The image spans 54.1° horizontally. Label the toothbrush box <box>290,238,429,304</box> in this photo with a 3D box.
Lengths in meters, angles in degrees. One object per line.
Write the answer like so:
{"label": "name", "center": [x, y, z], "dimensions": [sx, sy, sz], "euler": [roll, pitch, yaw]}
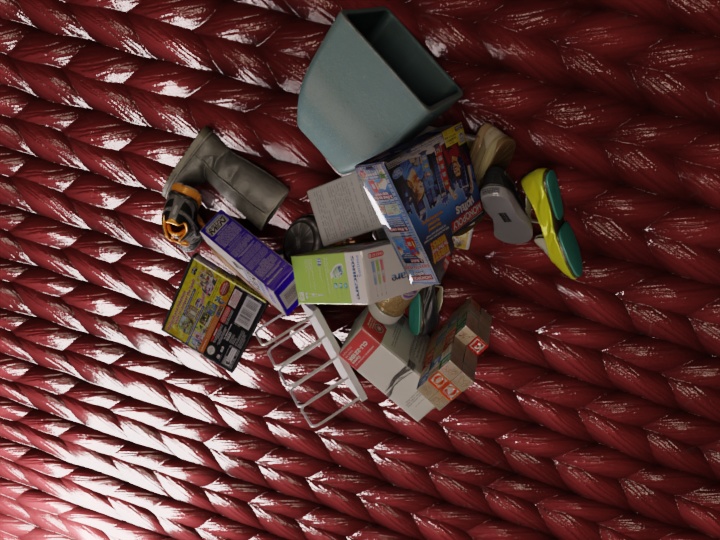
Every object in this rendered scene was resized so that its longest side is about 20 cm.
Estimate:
{"label": "toothbrush box", "center": [0.000, 0.000, 1.161], "dimensions": [0.198, 0.144, 0.088], "euler": [-1, 101, 52]}

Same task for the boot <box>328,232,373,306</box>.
{"label": "boot", "center": [-0.062, -0.022, 1.332], "dimensions": [0.196, 0.074, 0.158], "euler": [4, 106, 13]}

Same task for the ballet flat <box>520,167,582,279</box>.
{"label": "ballet flat", "center": [0.326, -0.078, 1.217], "dimensions": [0.066, 0.067, 0.203], "euler": [-10, 108, 40]}

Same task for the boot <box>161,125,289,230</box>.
{"label": "boot", "center": [-0.255, -0.148, 1.327], "dimensions": [0.199, 0.073, 0.182], "euler": [39, 118, -12]}

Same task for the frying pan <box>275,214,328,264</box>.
{"label": "frying pan", "center": [-0.135, -0.052, 1.338], "dimensions": [0.187, 0.031, 0.118], "euler": [7, 85, 38]}

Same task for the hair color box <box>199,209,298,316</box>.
{"label": "hair color box", "center": [-0.196, -0.014, 1.297], "dimensions": [0.199, 0.110, 0.065], "euler": [38, 74, 24]}

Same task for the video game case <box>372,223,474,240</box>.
{"label": "video game case", "center": [0.090, -0.120, 1.218], "dimensions": [0.198, 0.017, 0.146], "euler": [-18, 93, 39]}

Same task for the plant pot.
{"label": "plant pot", "center": [0.010, -0.272, 1.129], "dimensions": [0.196, 0.196, 0.200], "euler": [48, 121, 1]}

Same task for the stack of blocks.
{"label": "stack of blocks", "center": [0.172, 0.145, 1.265], "dimensions": [0.058, 0.201, 0.115], "euler": [40, 117, -6]}

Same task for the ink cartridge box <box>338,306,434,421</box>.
{"label": "ink cartridge box", "center": [0.072, 0.162, 1.327], "dimensions": [0.199, 0.145, 0.084], "euler": [39, 117, -4]}

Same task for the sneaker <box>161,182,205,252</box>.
{"label": "sneaker", "center": [-0.340, -0.083, 1.325], "dimensions": [0.077, 0.078, 0.201], "euler": [17, 152, 1]}

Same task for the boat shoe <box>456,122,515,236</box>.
{"label": "boat shoe", "center": [0.194, -0.150, 1.192], "dimensions": [0.065, 0.070, 0.202], "euler": [46, 129, 31]}

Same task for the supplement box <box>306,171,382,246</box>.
{"label": "supplement box", "center": [0.024, -0.120, 1.180], "dimensions": [0.197, 0.101, 0.105], "euler": [-17, 94, 32]}

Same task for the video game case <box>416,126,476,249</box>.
{"label": "video game case", "center": [0.125, -0.151, 1.251], "dimensions": [0.178, 0.023, 0.204], "euler": [13, 114, 8]}

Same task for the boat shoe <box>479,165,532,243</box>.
{"label": "boat shoe", "center": [0.247, -0.105, 1.177], "dimensions": [0.067, 0.058, 0.200], "euler": [-2, 157, 24]}

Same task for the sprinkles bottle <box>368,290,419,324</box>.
{"label": "sprinkles bottle", "center": [0.081, 0.014, 1.235], "dimensions": [0.068, 0.069, 0.201], "euler": [32, 135, -1]}

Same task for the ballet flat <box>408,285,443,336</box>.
{"label": "ballet flat", "center": [0.122, 0.022, 1.304], "dimensions": [0.071, 0.073, 0.204], "euler": [1, 110, 13]}

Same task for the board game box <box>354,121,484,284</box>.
{"label": "board game box", "center": [0.100, -0.093, 1.053], "dimensions": [0.061, 0.199, 0.204], "euler": [0, 113, 45]}

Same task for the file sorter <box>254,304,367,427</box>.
{"label": "file sorter", "center": [-0.099, 0.177, 1.356], "dimensions": [0.123, 0.139, 0.202], "euler": [-31, 105, -10]}

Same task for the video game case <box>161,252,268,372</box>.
{"label": "video game case", "center": [-0.301, 0.090, 1.456], "dimensions": [0.179, 0.026, 0.202], "euler": [30, 117, 0]}
